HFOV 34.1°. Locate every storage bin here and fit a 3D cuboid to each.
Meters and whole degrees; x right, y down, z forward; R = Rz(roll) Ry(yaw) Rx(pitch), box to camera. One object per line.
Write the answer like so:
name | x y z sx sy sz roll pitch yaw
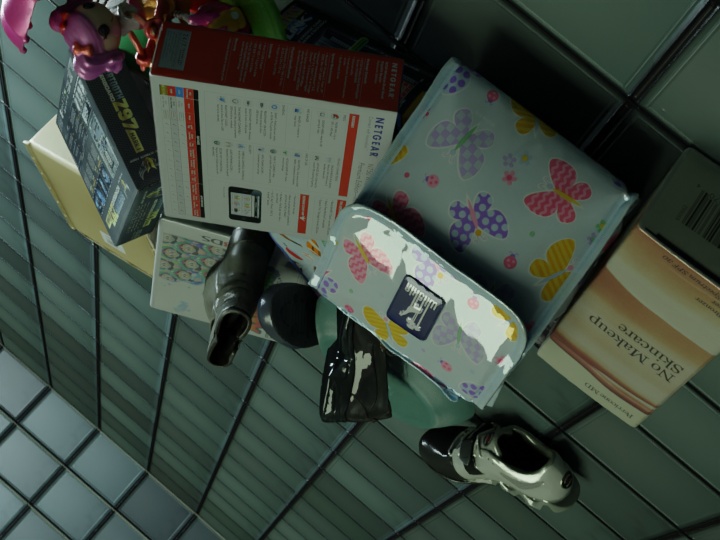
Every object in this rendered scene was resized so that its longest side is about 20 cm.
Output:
storage bin | -0.288 -0.090 1.451 0.199 0.094 0.199 28 154 28

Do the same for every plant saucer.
plant saucer | 0.025 0.103 1.200 0.199 0.036 0.200 33 159 14

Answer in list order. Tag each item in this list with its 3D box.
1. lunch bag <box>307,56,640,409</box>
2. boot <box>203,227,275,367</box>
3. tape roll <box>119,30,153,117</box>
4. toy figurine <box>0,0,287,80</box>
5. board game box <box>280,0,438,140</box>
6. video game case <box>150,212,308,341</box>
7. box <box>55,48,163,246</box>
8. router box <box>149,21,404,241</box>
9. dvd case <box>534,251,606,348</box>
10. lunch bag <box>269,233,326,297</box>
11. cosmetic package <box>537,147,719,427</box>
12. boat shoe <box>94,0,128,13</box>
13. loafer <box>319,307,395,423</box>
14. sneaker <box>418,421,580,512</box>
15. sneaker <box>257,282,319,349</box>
lunch bag | 0.079 -0.020 0.847 0.169 0.201 0.127 39 -168 10
boot | -0.149 0.051 1.296 0.067 0.132 0.200 17 146 -7
tape roll | -0.199 -0.170 1.231 0.200 0.048 0.201 33 155 18
toy figurine | -0.181 -0.208 0.900 0.201 0.183 0.150 59 157 7
board game box | 0.001 -0.115 1.009 0.164 0.057 0.201 30 154 22
video game case | -0.153 0.010 1.376 0.180 0.024 0.201 15 146 -4
box | -0.253 -0.127 1.204 0.159 0.051 0.200 64 158 6
router box | -0.067 -0.097 0.911 0.177 0.049 0.200 9 152 -2
dvd case | 0.182 0.025 1.021 0.149 0.016 0.200 43 157 1
lunch bag | 0.000 0.000 1.187 0.160 0.076 0.201 11 143 53
cosmetic package | 0.216 0.019 0.844 0.103 0.087 0.200 35 150 9
boat shoe | -0.215 -0.257 1.074 0.076 0.072 0.200 39 -175 -39
loafer | 0.011 0.055 1.088 0.071 0.073 0.202 8 122 -7
sneaker | 0.147 0.198 1.309 0.198 0.074 0.089 11 143 34
sneaker | -0.081 0.048 1.270 0.081 0.071 0.200 7 175 20
